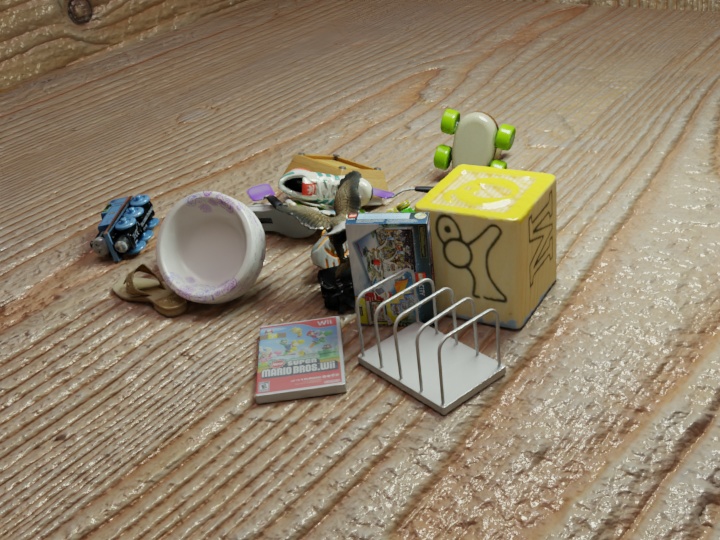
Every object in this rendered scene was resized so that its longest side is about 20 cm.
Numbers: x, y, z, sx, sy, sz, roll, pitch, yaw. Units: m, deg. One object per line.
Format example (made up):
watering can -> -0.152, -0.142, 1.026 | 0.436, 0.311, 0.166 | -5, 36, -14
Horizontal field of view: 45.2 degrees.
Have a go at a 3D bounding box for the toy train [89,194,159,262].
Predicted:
toy train -> -0.510, -0.092, 1.863 | 0.112, 0.088, 0.201 | -11, 30, 11

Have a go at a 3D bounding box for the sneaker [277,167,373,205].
sneaker -> -0.076, -0.162, 1.752 | 0.197, 0.072, 0.093 | 13, 18, 17

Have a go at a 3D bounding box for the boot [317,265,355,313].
boot -> 0.000, 0.001, 1.595 | 0.160, 0.074, 0.199 | -14, 27, -1

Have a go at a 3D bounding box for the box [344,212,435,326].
box -> 0.054, 0.001, 1.437 | 0.134, 0.203, 0.038 | 0, 33, 12

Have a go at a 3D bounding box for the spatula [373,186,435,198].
spatula -> 0.101, -0.164, 1.798 | 0.197, 0.021, 0.056 | 0, 14, 21

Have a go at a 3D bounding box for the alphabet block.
alphabet block -> 0.220, -0.047, 1.486 | 0.193, 0.203, 0.196 | 10, 32, 28

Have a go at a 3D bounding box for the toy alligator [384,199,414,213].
toy alligator -> 0.063, -0.088, 1.756 | 0.199, 0.060, 0.054 | -32, -3, -38

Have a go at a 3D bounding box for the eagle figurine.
eagle figurine -> -0.049, -0.089, 1.553 | 0.150, 0.151, 0.202 | 3, 50, -48

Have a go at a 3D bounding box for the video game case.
video game case -> -0.097, 0.142, 1.409 | 0.140, 0.018, 0.201 | -8, 28, 0

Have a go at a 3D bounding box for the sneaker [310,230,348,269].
sneaker -> -0.048, -0.054, 1.699 | 0.076, 0.080, 0.200 | 7, 22, 27

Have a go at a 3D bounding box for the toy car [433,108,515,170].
toy car -> 0.282, -0.296, 1.998 | 0.162, 0.160, 0.200 | 18, 24, 18

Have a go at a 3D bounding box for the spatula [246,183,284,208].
spatula -> -0.195, -0.153, 1.834 | 0.056, 0.021, 0.200 | -16, 20, -16

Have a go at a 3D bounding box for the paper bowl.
paper bowl -> -0.271, -0.039, 1.609 | 0.197, 0.205, 0.104 | 3, -4, 17

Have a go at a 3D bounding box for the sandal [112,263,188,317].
sandal -> -0.403, 0.021, 1.641 | 0.210, 0.071, 0.077 | 20, 38, 40

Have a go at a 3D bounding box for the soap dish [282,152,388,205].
soap dish -> -0.052, -0.203, 1.912 | 0.156, 0.083, 0.199 | -4, 20, -43

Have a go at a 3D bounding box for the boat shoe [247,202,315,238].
boat shoe -> -0.166, -0.116, 1.843 | 0.197, 0.072, 0.070 | 3, 32, 31

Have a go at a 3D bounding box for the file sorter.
file sorter -> 0.103, 0.099, 1.328 | 0.138, 0.126, 0.199 | -27, 35, -31

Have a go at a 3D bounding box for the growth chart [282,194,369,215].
growth chart -> -0.069, -0.130, 1.802 | 0.197, 0.018, 0.145 | 7, 11, -23
